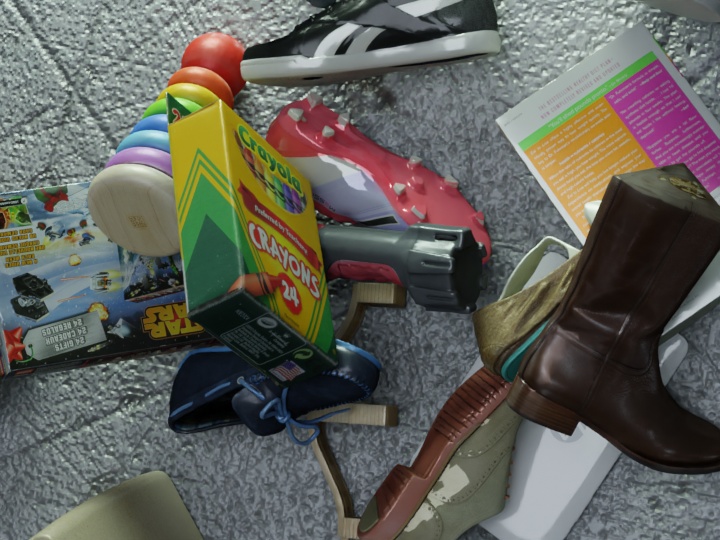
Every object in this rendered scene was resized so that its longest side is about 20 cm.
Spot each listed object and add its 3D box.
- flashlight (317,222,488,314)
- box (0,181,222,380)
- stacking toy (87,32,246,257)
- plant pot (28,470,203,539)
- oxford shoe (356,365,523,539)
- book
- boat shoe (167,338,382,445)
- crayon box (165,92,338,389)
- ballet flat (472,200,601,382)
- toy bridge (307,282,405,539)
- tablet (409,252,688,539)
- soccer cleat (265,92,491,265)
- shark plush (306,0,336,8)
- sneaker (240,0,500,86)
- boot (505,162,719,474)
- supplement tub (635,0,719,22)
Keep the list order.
[{"bbox_3d":[0.000,0.000,1.551,0.200,0.068,0.068,8,68,36],"label":"flashlight"},{"bbox_3d":[-0.186,0.000,1.599,0.200,0.040,0.137,-8,79,-21],"label":"box"},{"bbox_3d":[-0.133,-0.105,1.595,0.085,0.085,0.200,5,45,20],"label":"stacking toy"},{"bbox_3d":[-0.214,0.282,1.569,0.200,0.177,0.200,-35,74,13],"label":"plant pot"},{"bbox_3d":[0.085,0.136,1.534,0.074,0.071,0.200,40,94,-12],"label":"oxford shoe"},{"bbox_3d":[0.209,-0.064,1.522,0.134,0.048,0.200,-35,75,6],"label":"book"},{"bbox_3d":[-0.064,0.097,1.565,0.200,0.084,0.069,-14,46,48],"label":"boat shoe"},{"bbox_3d":[-0.079,-0.031,1.495,0.051,0.127,0.200,-25,53,20],"label":"crayon box"},{"bbox_3d":[0.160,-0.003,1.479,0.200,0.068,0.072,-38,58,8],"label":"ballet flat"},{"bbox_3d":[-0.006,0.109,1.591,0.067,0.027,0.200,2,86,22],"label":"toy bridge"},{"bbox_3d":[0.137,0.101,1.549,0.130,0.014,0.200,35,97,19],"label":"tablet"},{"bbox_3d":[0.012,-0.055,1.591,0.200,0.067,0.077,36,133,11],"label":"soccer cleat"},{"bbox_3d":[-0.066,-0.268,1.575,0.083,0.200,0.091,-21,64,48],"label":"shark plush"},{"bbox_3d":[0.003,-0.205,1.595,0.200,0.073,0.112,-7,87,9],"label":"sneaker"},{"bbox_3d":[0.217,0.033,1.436,0.200,0.186,0.064,-65,25,18],"label":"boot"},{"bbox_3d":[0.235,-0.291,1.483,0.144,0.145,0.200,22,92,20],"label":"supplement tub"}]
